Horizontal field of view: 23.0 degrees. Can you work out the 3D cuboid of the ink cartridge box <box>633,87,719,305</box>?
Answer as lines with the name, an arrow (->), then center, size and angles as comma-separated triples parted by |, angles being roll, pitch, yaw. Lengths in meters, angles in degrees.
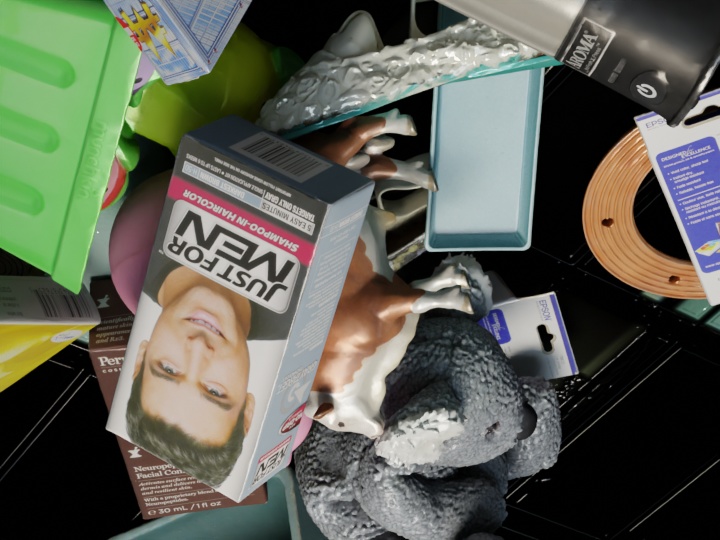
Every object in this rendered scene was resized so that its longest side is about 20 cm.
ink cartridge box -> 0.252, -0.059, 1.181 | 0.094, 0.037, 0.200 | -19, 137, 14

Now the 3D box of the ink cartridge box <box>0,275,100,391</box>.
ink cartridge box -> -0.298, 0.070, 1.148 | 0.200, 0.047, 0.198 | -36, 167, 19

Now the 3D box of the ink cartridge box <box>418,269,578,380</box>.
ink cartridge box -> 0.053, 0.057, 1.302 | 0.199, 0.039, 0.100 | -12, 136, 8

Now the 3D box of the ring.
ring -> 0.251, -0.055, 1.224 | 0.200, 0.019, 0.201 | -3, 136, -3

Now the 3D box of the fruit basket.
fruit basket -> -0.128, -0.100, 1.045 | 0.215, 0.156, 0.216 | 0, 126, 0

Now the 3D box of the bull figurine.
bull figurine -> 0.000, 0.000, 1.086 | 0.121, 0.201, 0.065 | -19, 174, 7

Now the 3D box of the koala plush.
koala plush -> 0.047, 0.102, 1.195 | 0.183, 0.178, 0.200 | 17, 145, 6

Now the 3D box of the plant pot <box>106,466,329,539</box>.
plant pot -> -0.076, 0.308, 1.448 | 0.196, 0.196, 0.200 | -26, 143, 19

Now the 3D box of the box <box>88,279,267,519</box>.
box -> -0.129, 0.092, 1.292 | 0.100, 0.075, 0.200 | -8, 134, 2

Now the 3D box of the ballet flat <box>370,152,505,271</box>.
ballet flat -> 0.013, -0.032, 1.182 | 0.200, 0.072, 0.072 | -30, 132, 14

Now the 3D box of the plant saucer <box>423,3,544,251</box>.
plant saucer -> 0.078, -0.106, 1.104 | 0.070, 0.019, 0.201 | -1, 116, -7

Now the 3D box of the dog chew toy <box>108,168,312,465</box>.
dog chew toy -> -0.086, 0.033, 1.143 | 0.124, 0.201, 0.125 | -18, 171, -3

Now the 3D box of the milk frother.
milk frother -> 0.141, -0.217, 0.973 | 0.188, 0.200, 0.181 | 27, 139, 0

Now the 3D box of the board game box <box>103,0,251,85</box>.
board game box -> -0.105, -0.208, 0.901 | 0.200, 0.200, 0.062 | 19, 170, -25

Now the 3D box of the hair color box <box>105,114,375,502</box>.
hair color box -> -0.072, 0.023, 1.030 | 0.099, 0.061, 0.200 | 26, 117, 18

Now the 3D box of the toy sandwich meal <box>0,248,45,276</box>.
toy sandwich meal -> -0.304, -0.007, 1.170 | 0.205, 0.070, 0.205 | -3, 136, -3

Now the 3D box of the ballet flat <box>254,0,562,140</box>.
ballet flat -> 0.028, -0.129, 1.050 | 0.199, 0.072, 0.072 | -16, 136, -3
